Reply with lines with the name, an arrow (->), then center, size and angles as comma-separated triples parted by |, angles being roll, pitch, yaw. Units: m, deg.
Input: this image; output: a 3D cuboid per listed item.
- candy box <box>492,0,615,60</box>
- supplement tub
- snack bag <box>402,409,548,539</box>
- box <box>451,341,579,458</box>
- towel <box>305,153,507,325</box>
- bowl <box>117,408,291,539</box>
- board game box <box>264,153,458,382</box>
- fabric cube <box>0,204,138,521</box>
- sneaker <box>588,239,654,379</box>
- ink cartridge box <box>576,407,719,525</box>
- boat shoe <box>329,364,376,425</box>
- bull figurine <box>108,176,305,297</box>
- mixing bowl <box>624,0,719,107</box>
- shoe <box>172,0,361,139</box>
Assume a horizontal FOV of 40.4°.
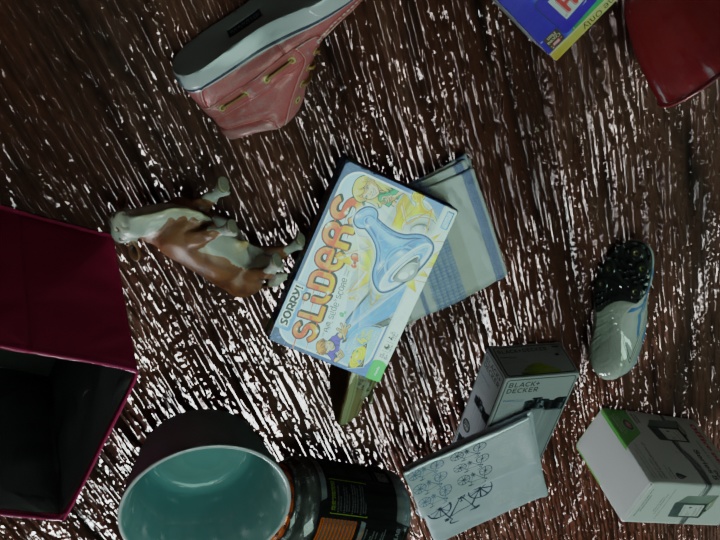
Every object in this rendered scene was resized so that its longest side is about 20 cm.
candy box -> 0.166, -0.313, 0.862 | 0.169, 0.078, 0.199 | -45, 132, 16
supplement tub -> -0.043, 0.306, 1.253 | 0.197, 0.123, 0.123 | 17, 120, -32
snack bag -> 0.159, 0.286, 1.309 | 0.185, 0.022, 0.202 | -23, 133, -4
box -> 0.201, 0.192, 1.305 | 0.114, 0.061, 0.203 | -1, 127, -22
towel -> 0.053, -0.020, 1.053 | 0.197, 0.024, 0.149 | -25, 108, -5
bowl -> -0.184, 0.241, 1.144 | 0.196, 0.106, 0.204 | -7, 127, -10
board game box -> 0.000, 0.000, 1.017 | 0.133, 0.034, 0.203 | 21, 101, -16
fabric cube -> -0.336, 0.077, 0.888 | 0.197, 0.201, 0.198 | 15, 122, -32
sneaker -> 0.336, 0.045, 1.247 | 0.072, 0.071, 0.204 | -33, 137, -43
ink cartridge box -> 0.437, 0.287, 1.425 | 0.197, 0.146, 0.085 | 10, 123, -29
boat shoe -> 0.008, 0.098, 1.137 | 0.061, 0.074, 0.203 | 1, 126, -20
bull figurine -> -0.149, -0.031, 0.958 | 0.120, 0.066, 0.199 | -15, 150, 35
mixing bowl -> 0.321, -0.263, 0.917 | 0.108, 0.200, 0.200 | 43, 107, -6
shoe -> -0.063, -0.197, 0.869 | 0.198, 0.072, 0.091 | -29, 135, 10
